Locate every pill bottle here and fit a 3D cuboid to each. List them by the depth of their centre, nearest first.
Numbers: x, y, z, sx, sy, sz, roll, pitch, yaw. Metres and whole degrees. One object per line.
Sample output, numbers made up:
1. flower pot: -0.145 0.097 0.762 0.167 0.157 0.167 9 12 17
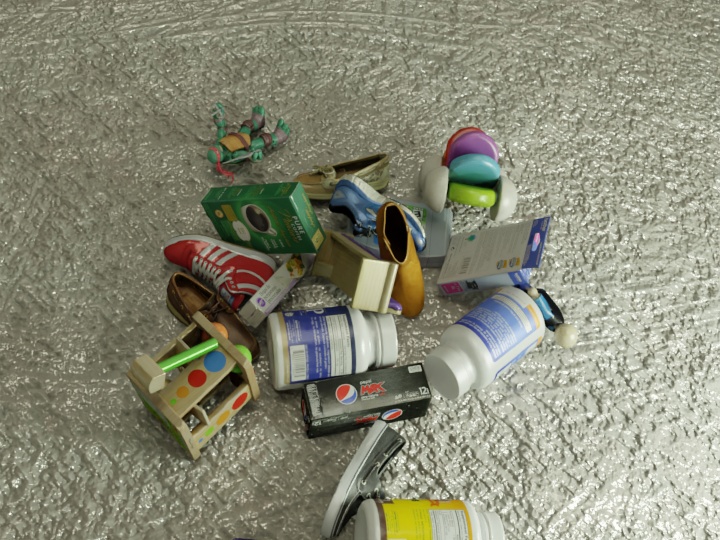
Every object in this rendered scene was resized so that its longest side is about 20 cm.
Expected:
1. pill bottle: 0.095 0.373 1.149 0.195 0.110 0.111 5 52 -13
2. pill bottle: -0.046 0.119 1.320 0.195 0.121 0.122 -5 53 -13
3. pill bottle: 0.200 0.121 1.360 0.198 0.113 0.112 -31 63 -28

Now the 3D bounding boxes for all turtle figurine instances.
1. turtle figurine: -0.233 -0.250 1.586 0.150 0.101 0.199 46 43 8

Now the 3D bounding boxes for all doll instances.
1. doll: 0.305 0.057 1.429 0.048 0.136 0.201 -44 49 6

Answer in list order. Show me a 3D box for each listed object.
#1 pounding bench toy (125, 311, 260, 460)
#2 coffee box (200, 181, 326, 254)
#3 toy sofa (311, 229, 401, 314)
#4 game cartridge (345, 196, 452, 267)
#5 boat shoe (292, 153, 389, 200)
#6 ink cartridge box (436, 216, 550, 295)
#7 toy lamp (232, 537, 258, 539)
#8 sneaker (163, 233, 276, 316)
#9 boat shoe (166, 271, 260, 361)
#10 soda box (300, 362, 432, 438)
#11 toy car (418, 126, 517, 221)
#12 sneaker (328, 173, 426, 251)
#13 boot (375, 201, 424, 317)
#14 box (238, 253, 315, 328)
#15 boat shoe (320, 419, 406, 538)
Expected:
1. pounding bench toy: -0.238 0.146 1.206 0.124 0.201 0.156 39 67 21
2. coffee box: -0.164 -0.086 1.406 0.196 0.124 0.044 -1 41 33
3. toy sofa: 0.000 0.000 1.372 0.096 0.085 0.200 9 12 -25
4. game cartridge: 0.072 -0.071 1.536 0.195 0.041 0.136 9 56 -1
5. boat shoe: -0.038 -0.183 1.577 0.196 0.064 0.074 -12 40 -21
6. ink cartridge box: 0.234 -0.024 1.434 0.197 0.042 0.121 -13 40 38
7. toy lamp: -0.088 0.415 1.131 0.196 0.059 0.059 18 52 4
8. sneaker: -0.246 0.010 1.404 0.195 0.072 0.114 11 49 -3
9. boat shoe: -0.244 0.076 1.355 0.199 0.068 0.072 37 56 19
10. soda box: 0.008 0.202 1.295 0.195 0.071 0.064 -8 56 -13
11. toy car: 0.203 -0.186 1.544 0.171 0.153 0.201 9 20 -4
12. sneaker: 0.029 -0.084 1.482 0.197 0.079 0.090 31 73 13
13. boot: 0.064 -0.012 1.373 0.069 0.144 0.206 -14 95 1
14. box: -0.134 0.022 1.389 0.039 0.041 0.200 41 38 -3
15. boat shoe: 0.010 0.312 1.221 0.065 0.071 0.201 24 46 12
